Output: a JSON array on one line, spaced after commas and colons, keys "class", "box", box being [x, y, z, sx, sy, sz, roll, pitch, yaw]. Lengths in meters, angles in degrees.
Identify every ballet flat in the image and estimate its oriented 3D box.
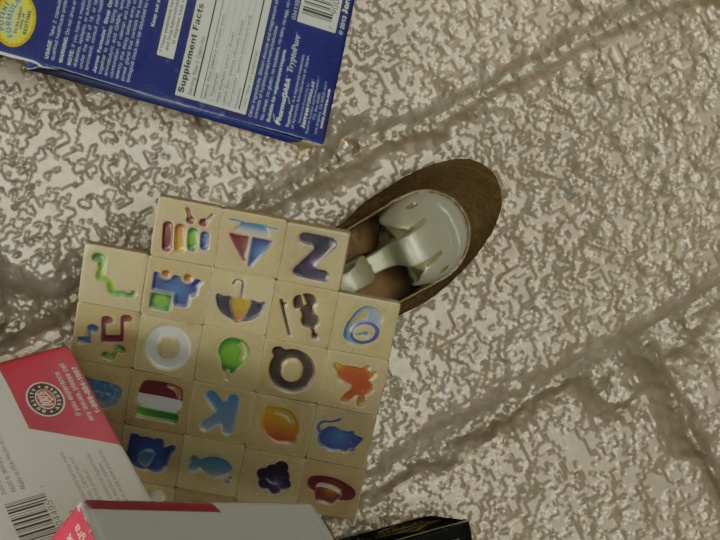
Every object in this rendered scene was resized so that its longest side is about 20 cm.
[{"class": "ballet flat", "box": [0.000, 0.000, 0.932, 0.199, 0.072, 0.068, -28, 94, -11]}]

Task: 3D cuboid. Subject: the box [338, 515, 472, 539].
[{"class": "box", "box": [-0.016, 0.252, 0.914, 0.199, 0.050, 0.200, -12, 93, -29]}]

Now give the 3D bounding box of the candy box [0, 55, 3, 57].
[{"class": "candy box", "box": [-0.223, -0.158, 0.910, 0.199, 0.026, 0.103, -19, 91, -11]}]

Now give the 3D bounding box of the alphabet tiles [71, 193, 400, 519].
[{"class": "alphabet tiles", "box": [-0.071, 0.060, 0.899, 0.165, 0.006, 0.201, 10, 114, -3]}]

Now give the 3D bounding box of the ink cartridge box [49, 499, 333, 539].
[{"class": "ink cartridge box", "box": [-0.108, 0.197, 0.759, 0.200, 0.145, 0.084, -49, 56, 25]}]

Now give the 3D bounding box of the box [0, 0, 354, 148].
[{"class": "box", "box": [-0.100, -0.149, 0.911, 0.199, 0.032, 0.122, 14, 87, -27]}]

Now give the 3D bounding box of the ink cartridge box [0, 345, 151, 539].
[{"class": "ink cartridge box", "box": [-0.208, 0.134, 0.806, 0.199, 0.085, 0.146, -13, 49, -29]}]
